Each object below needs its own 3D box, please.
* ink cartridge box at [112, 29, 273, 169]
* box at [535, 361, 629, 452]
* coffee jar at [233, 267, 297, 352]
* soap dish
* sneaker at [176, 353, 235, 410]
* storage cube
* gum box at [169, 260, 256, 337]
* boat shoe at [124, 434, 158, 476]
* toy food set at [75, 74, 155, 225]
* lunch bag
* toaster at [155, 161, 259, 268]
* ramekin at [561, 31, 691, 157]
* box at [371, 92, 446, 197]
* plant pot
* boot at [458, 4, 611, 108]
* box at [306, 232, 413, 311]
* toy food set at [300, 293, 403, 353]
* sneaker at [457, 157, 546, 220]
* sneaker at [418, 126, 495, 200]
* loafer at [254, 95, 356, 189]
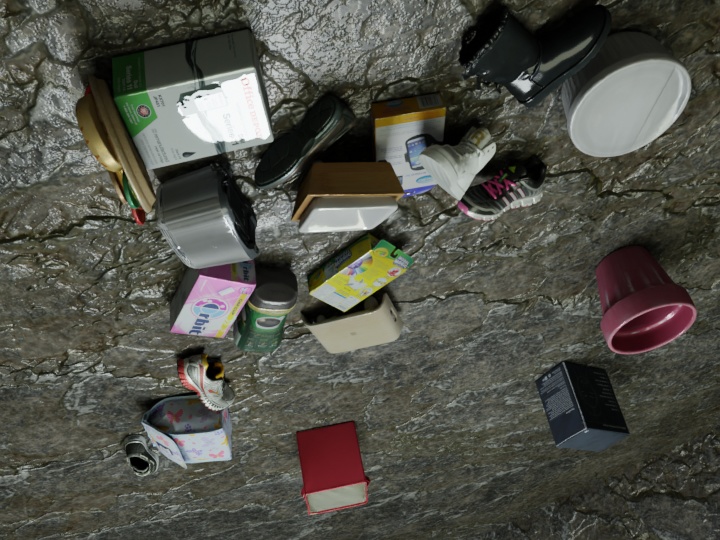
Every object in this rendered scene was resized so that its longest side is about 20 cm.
[{"bbox_3d":[-0.230,-0.239,1.057,0.195,0.085,0.148,-13,145,-2],"label":"ink cartridge box"},{"bbox_3d":[0.619,0.383,2.092,0.196,0.200,0.124,15,137,-33],"label":"box"},{"bbox_3d":[-0.190,0.078,1.499,0.102,0.087,0.202,4,142,-20],"label":"coffee jar"},{"bbox_3d":[-0.028,-0.120,1.232,0.153,0.084,0.200,-3,173,-14],"label":"soap dish"},{"bbox_3d":[-0.334,0.254,1.697,0.080,0.079,0.201,-21,144,9],"label":"sneaker"},{"bbox_3d":[-0.079,0.556,2.106,0.194,0.183,0.173,-10,145,-6],"label":"storage cube"},{"bbox_3d":[-0.290,0.051,1.444,0.111,0.067,0.201,10,138,-28],"label":"gum box"},{"bbox_3d":[-0.578,0.503,1.964,0.069,0.065,0.202,-10,144,-4],"label":"boat shoe"},{"bbox_3d":[-0.333,-0.165,1.022,0.048,0.201,0.201,-23,130,-10],"label":"toy food set"},{"bbox_3d":[-0.418,0.393,1.820,0.194,0.130,0.172,-3,142,-3],"label":"lunch bag"},{"bbox_3d":[-0.252,-0.088,1.230,0.126,0.116,0.201,-14,147,6],"label":"toaster"},{"bbox_3d":[0.416,-0.287,1.202,0.197,0.096,0.205,-9,144,-6],"label":"ramekin"},{"bbox_3d":[0.078,-0.201,1.254,0.116,0.042,0.202,-10,147,-6],"label":"box"},{"bbox_3d":[0.613,0.056,1.660,0.194,0.182,0.202,-8,145,-6],"label":"plant pot"},{"bbox_3d":[0.250,-0.337,1.102,0.160,0.075,0.198,20,134,-33],"label":"boot"},{"bbox_3d":[0.000,0.000,1.493,0.198,0.049,0.116,-32,140,28],"label":"box"},{"bbox_3d":[-0.017,0.113,1.641,0.195,0.062,0.144,-13,146,13],"label":"toy food set"},{"bbox_3d":[0.257,-0.153,1.334,0.196,0.074,0.089,-17,140,-27],"label":"sneaker"},{"bbox_3d":[0.161,-0.194,1.219,0.116,0.073,0.200,-52,164,4],"label":"sneaker"},{"bbox_3d":[-0.086,-0.190,1.189,0.199,0.073,0.062,-38,144,27],"label":"loafer"}]
